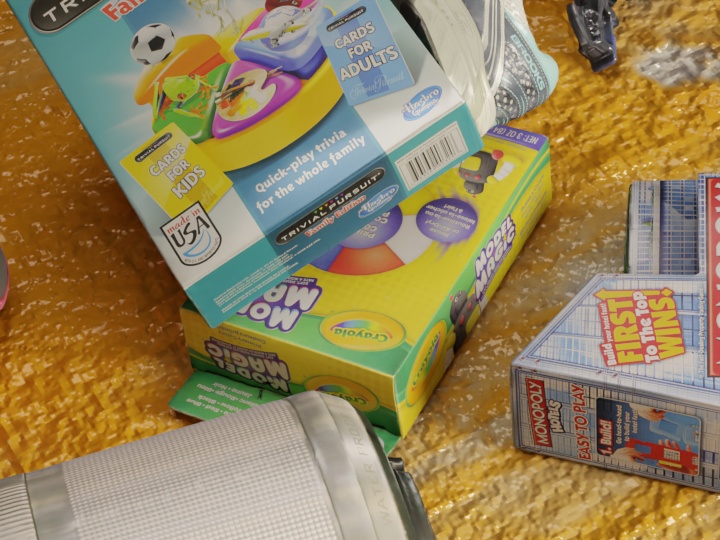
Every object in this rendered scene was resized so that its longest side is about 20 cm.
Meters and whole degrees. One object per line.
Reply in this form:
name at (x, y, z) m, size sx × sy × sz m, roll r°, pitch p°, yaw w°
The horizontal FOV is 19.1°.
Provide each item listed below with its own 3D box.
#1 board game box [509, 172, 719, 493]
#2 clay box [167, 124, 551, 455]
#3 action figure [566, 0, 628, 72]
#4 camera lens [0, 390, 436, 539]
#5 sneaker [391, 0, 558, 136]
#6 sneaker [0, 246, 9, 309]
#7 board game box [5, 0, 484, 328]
board game box at (0.169, 0.025, 0.963) m, size 0.198 × 0.062 × 0.201 m, roll 1°, pitch 45°, yaw 7°
clay box at (0.000, 0.000, 1.018) m, size 0.114 × 0.048 × 0.200 m, roll 16°, pitch 48°, yaw 22°
action figure at (0.139, -0.217, 1.139) m, size 0.104 × 0.193 × 0.201 m, roll -18°, pitch 63°, yaw 32°
camera lens at (-0.068, 0.143, 0.801) m, size 0.199 × 0.161 × 0.160 m, roll -16°, pitch 45°, yaw -8°
sneaker at (0.036, -0.160, 1.051) m, size 0.086 × 0.078 × 0.201 m, roll -16°, pitch 86°, yaw -28°
sneaker at (-0.238, 0.052, 0.991) m, size 0.095 × 0.079 × 0.201 m, roll -9°, pitch 39°, yaw 30°
board game box at (-0.059, -0.096, 1.001) m, size 0.150 × 0.047 × 0.200 m, roll -34°, pitch 61°, yaw -2°
